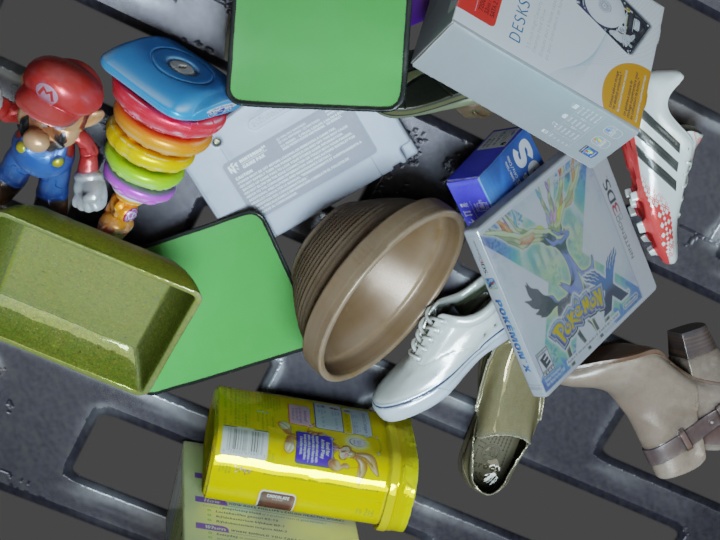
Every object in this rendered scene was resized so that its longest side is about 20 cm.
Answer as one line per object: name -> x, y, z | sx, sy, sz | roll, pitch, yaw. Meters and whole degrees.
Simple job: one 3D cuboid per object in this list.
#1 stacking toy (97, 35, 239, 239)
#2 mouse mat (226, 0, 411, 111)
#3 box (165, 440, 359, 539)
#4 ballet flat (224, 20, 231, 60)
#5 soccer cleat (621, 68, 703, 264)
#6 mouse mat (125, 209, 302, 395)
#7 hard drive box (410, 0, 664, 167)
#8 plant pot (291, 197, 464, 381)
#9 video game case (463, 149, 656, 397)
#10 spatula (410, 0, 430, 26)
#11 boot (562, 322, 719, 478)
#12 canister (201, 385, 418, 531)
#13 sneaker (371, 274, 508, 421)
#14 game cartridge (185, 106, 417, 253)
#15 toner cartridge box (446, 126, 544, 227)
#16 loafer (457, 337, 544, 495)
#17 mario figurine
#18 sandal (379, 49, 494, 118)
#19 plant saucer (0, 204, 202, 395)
stacking toy -> -0.198, -0.103, 1.451 | 0.110, 0.116, 0.200 | 37, 119, 17
mouse mat -> -0.034, -0.240, 1.381 | 0.161, 0.008, 0.200 | 4, 90, 11
box -> -0.100, 0.270, 1.569 | 0.176, 0.200, 0.097 | 10, 112, -11
ballet flat -> -0.061, -0.272, 1.431 | 0.200, 0.069, 0.069 | -39, 111, 8
soccer cleat -> 0.295, -0.100, 1.535 | 0.085, 0.069, 0.200 | -16, 109, 5
mouse mat -> -0.157, 0.035, 1.549 | 0.200, 0.008, 0.161 | -17, 115, 15
hard drive box -> 0.161, -0.211, 1.421 | 0.200, 0.156, 0.077 | 27, 147, -16
plant pot -> 0.000, 0.000, 1.503 | 0.093, 0.201, 0.201 | 39, 107, 21
video game case -> 0.196, -0.009, 1.512 | 0.200, 0.022, 0.182 | -39, 114, -35
spatula -> -0.008, -0.228, 1.469 | 0.200, 0.021, 0.057 | -27, 91, 9
boot -> 0.299, 0.142, 1.623 | 0.200, 0.070, 0.146 | -14, 101, -11
canister -> -0.053, 0.183, 1.569 | 0.200, 0.149, 0.087 | 10, 111, -8
sneaker -> 0.083, 0.066, 1.574 | 0.200, 0.073, 0.071 | -41, 122, -2
game cartridge -> -0.062, -0.118, 1.503 | 0.200, 0.042, 0.133 | -29, 108, 6
toner cartridge box -> 0.163, -0.030, 1.531 | 0.043, 0.095, 0.200 | -5, 123, 45
loafer -> 0.152, 0.145, 1.618 | 0.076, 0.067, 0.200 | 7, 111, -9
mario figurine -> -0.288, -0.107, 1.401 | 0.123, 0.106, 0.200 | -9, 152, -26
sandal -> 0.099, -0.176, 1.485 | 0.201, 0.080, 0.057 | -7, 153, -10
plant saucer -> -0.261, 0.020, 1.488 | 0.200, 0.048, 0.200 | 23, 141, -10
